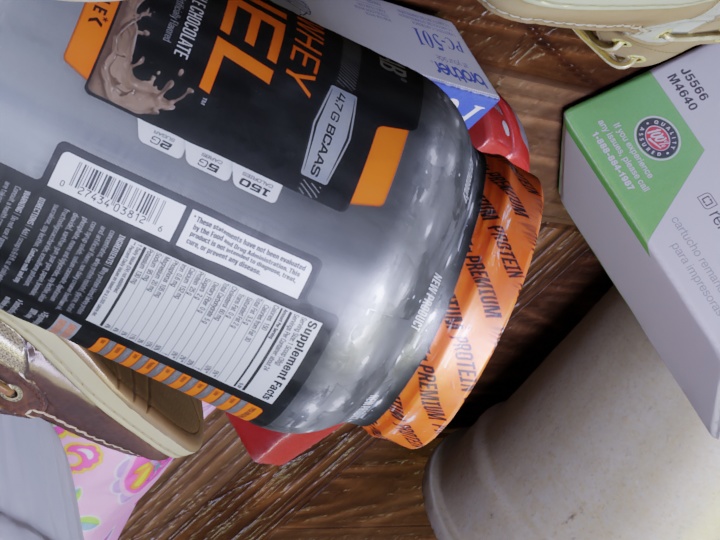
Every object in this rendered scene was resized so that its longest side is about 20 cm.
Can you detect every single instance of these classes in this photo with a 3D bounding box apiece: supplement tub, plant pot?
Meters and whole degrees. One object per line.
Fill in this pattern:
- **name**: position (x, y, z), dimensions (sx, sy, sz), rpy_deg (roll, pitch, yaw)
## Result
- **supplement tub**: position (-0.052, -0.028, 0.821), dimensions (0.199, 0.123, 0.123), rpy_deg (25, 133, -11)
- **plant pot**: position (0.162, 0.084, 1.336), dimensions (0.200, 0.201, 0.184), rpy_deg (-1, 132, -48)

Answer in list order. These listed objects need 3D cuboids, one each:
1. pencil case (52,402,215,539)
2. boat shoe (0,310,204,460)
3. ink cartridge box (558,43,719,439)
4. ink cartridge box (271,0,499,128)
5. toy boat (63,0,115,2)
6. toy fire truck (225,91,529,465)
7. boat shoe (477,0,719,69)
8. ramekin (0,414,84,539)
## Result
- **pencil case**: position (-0.115, 0.065, 1.092), dimensions (0.087, 0.088, 0.200), rpy_deg (-10, 148, -38)
- **boat shoe**: position (-0.135, 0.015, 0.945), dimensions (0.072, 0.072, 0.200), rpy_deg (-28, 137, 23)
- **ink cartridge box**: position (0.209, -0.040, 1.179), dimensions (0.199, 0.146, 0.084), rpy_deg (-27, 154, -10)
- **ink cartridge box**: position (-0.043, -0.063, 0.967), dimensions (0.094, 0.044, 0.200), rpy_deg (-43, 152, 25)
- **toy boat**: position (-0.051, -0.159, 0.721), dimensions (0.199, 0.130, 0.131), rpy_deg (-22, 124, -20)
- **toy fire truck**: position (0.000, 0.000, 1.134), dimensions (0.200, 0.049, 0.141), rpy_deg (-39, 155, 14)
- **boat shoe**: position (0.113, -0.111, 1.021), dimensions (0.199, 0.074, 0.066), rpy_deg (-9, 143, -39)
- **ramekin**: position (-0.196, 0.115, 1.001), dimensions (0.200, 0.098, 0.201), rpy_deg (-5, 139, -4)
